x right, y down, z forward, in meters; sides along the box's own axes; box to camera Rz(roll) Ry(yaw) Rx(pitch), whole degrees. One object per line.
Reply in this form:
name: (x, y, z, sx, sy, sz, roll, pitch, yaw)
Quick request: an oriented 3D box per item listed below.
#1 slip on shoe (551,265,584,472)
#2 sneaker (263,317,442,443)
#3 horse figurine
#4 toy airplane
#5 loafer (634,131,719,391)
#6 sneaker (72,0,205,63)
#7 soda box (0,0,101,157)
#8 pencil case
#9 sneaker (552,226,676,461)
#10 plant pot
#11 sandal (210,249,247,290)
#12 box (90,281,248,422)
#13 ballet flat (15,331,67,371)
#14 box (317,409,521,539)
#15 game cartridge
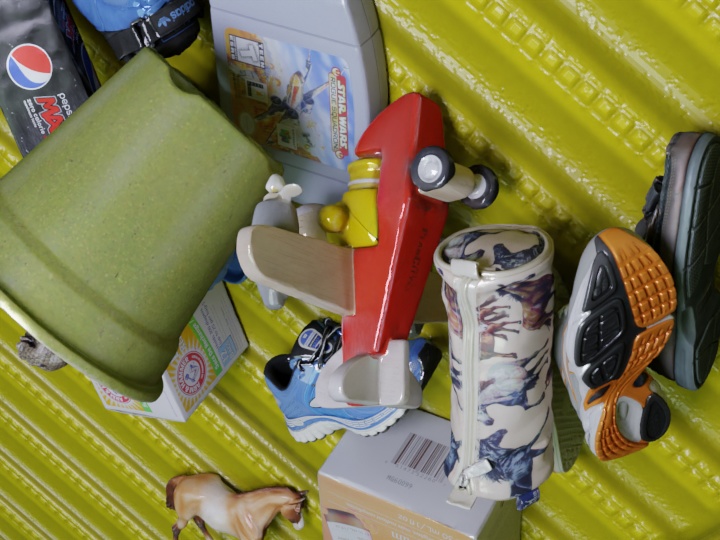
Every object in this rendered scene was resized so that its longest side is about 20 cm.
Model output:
slip on shoe: (0.127, 0.072, 0.942, 0.060, 0.074, 0.202, 13, 136, 31)
sneaker: (-0.016, 0.087, 1.051, 0.199, 0.079, 0.090, -21, 114, 45)
horse figurine: (-0.143, 0.262, 1.309, 0.198, 0.050, 0.135, 18, 122, 32)
toy airplane: (0.000, 0.000, 0.875, 0.140, 0.199, 0.202, 19, 139, 36)
loafer: (0.201, -0.004, 0.823, 0.062, 0.072, 0.202, 17, 136, 31)
sneaker: (-0.140, -0.215, 0.879, 0.112, 0.077, 0.199, 54, 141, -6)
soda box: (-0.233, -0.129, 0.954, 0.070, 0.064, 0.202, -18, 113, 3)
pencil case: (0.091, 0.063, 0.838, 0.077, 0.090, 0.203, 11, 125, 25)
sneaker: (0.155, 0.038, 0.828, 0.202, 0.075, 0.092, 80, 166, -46)
plant pot: (-0.157, -0.044, 0.872, 0.200, 0.185, 0.200, 42, -179, -1)
sandal: (-0.139, -0.062, 1.007, 0.079, 0.087, 0.202, -5, 120, 41)
box: (-0.195, 0.019, 1.097, 0.100, 0.113, 0.202, 4, 129, 33)
ballet flat: (-0.293, 0.047, 1.160, 0.200, 0.046, 0.068, -128, 14, -68)
box: (0.055, 0.235, 1.104, 0.150, 0.107, 0.202, 17, 133, 23)
game cartridge: (-0.044, -0.133, 0.915, 0.132, 0.042, 0.202, 22, 135, 26)
